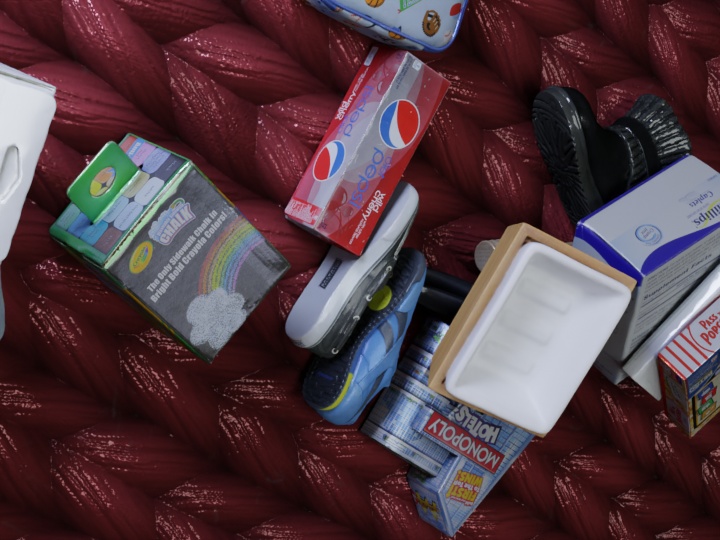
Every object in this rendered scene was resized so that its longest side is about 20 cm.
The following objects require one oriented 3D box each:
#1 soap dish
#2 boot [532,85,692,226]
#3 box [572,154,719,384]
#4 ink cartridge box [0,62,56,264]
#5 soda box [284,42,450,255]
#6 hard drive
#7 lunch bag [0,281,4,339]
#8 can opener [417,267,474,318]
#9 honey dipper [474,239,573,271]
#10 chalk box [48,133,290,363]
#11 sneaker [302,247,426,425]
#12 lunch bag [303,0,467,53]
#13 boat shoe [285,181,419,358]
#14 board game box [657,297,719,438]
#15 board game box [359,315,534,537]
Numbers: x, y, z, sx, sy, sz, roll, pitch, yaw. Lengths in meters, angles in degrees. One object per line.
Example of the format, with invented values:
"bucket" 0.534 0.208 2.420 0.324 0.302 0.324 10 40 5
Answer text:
"soap dish" 0.177 0.060 1.583 0.157 0.081 0.200 25 101 -25
"boot" 0.283 -0.155 1.676 0.158 0.079 0.211 -37 135 -13
"box" 0.333 -0.001 1.708 0.184 0.105 0.200 -31 147 -25
"ink cartridge box" -0.331 -0.102 1.166 0.083 0.200 0.147 16 95 -38
"soda box" 0.006 -0.121 1.496 0.070 0.063 0.200 30 87 -38
"hard drive" 0.391 0.059 1.722 0.200 0.026 0.132 -47 152 5
"lunch bag" -0.393 0.056 1.225 0.169 0.127 0.200 17 88 -41
"can opener" 0.126 0.036 1.645 0.200 0.063 0.079 21 119 -30
"honey dipper" 0.213 -0.022 1.705 0.200 0.038 0.038 -6 109 -39
"chalk box" -0.186 -0.034 1.348 0.124 0.124 0.200 -50 127 -10
"sneaker" 0.016 0.070 1.573 0.078 0.066 0.200 34 85 -48
"lunch bag" 0.025 -0.308 1.441 0.200 0.076 0.161 20 91 -40
"boat shoe" 0.000 0.000 1.533 0.057 0.069 0.200 37 90 -36
"board game box" 0.417 0.100 1.734 0.151 0.046 0.200 -41 152 -8
"board game box" 0.103 0.184 1.673 0.200 0.062 0.200 34 83 -39
